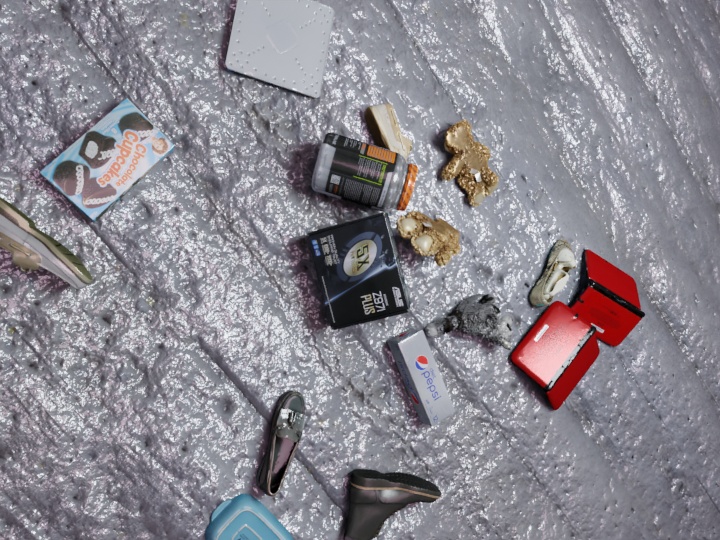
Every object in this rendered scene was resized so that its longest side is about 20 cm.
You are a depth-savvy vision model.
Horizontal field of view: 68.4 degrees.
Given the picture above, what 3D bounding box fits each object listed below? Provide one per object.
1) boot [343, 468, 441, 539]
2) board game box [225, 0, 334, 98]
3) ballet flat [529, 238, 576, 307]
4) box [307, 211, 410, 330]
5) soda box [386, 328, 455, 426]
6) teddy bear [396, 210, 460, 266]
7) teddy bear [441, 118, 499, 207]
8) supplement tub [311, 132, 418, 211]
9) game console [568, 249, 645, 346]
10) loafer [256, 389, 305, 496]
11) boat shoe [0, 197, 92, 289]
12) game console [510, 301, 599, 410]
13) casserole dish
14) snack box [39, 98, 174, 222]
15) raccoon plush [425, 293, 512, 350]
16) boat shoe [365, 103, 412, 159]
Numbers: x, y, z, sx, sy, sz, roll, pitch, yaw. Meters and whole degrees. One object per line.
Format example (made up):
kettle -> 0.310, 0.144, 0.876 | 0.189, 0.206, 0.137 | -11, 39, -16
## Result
boot -> 0.063, 0.506, 1.122 | 0.198, 0.077, 0.140 | 12, 87, -8
board game box -> -0.164, -0.476, 1.093 | 0.198, 0.026, 0.202 | 12, 83, -21
ballet flat -> 0.490, 0.007, 1.312 | 0.068, 0.075, 0.201 | 37, 75, -15
box -> 0.000, 0.000, 1.069 | 0.162, 0.086, 0.202 | -13, 94, 9
soda box -> 0.133, 0.231, 1.161 | 0.068, 0.063, 0.202 | -26, 97, -20
teddy bear -> 0.144, -0.067, 1.137 | 0.144, 0.200, 0.067 | 37, 113, 8
teddy bear -> 0.251, -0.248, 1.240 | 0.200, 0.067, 0.146 | 40, 83, -22
supplement tub -> 0.009, -0.194, 1.074 | 0.198, 0.123, 0.124 | 17, 81, -3
game console -> 0.634, 0.074, 1.399 | 0.199, 0.119, 0.173 | 27, 109, -18
loafer -> -0.147, 0.340, 1.042 | 0.071, 0.063, 0.202 | 19, 81, -20
boat shoe -> -0.549, -0.031, 0.894 | 0.200, 0.075, 0.069 | 42, 79, -8
game console -> 0.486, 0.211, 1.317 | 0.172, 0.119, 0.200 | 39, 77, 17
casserole dish -> -0.207, 0.528, 1.023 | 0.121, 0.039, 0.200 | -43, 102, -19
snack box -> -0.450, -0.199, 0.956 | 0.116, 0.037, 0.200 | 45, 73, -15
raccoon plush -> 0.257, 0.142, 1.226 | 0.198, 0.097, 0.135 | -20, 110, 7
boat shoe -> 0.079, -0.271, 1.157 | 0.069, 0.074, 0.202 | -24, 96, -15
